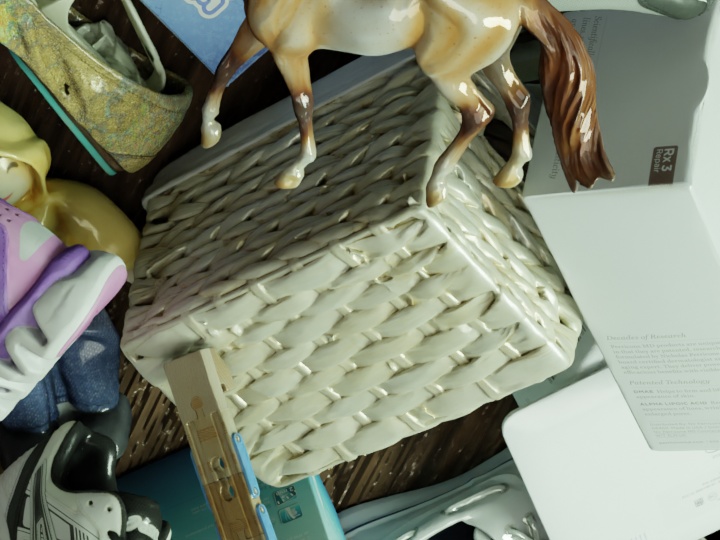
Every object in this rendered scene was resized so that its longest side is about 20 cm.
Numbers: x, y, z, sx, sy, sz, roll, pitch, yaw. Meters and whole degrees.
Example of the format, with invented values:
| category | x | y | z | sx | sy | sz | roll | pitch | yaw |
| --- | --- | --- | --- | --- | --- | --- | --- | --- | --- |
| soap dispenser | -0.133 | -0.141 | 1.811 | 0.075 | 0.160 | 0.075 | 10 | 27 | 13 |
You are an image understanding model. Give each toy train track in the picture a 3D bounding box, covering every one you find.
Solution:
| category | x | y | z | sx | sy | sz | roll | pitch | yaw |
| --- | --- | --- | --- | --- | --- | --- | --- | --- | --- |
| toy train track | -0.039 | 0.131 | 1.012 | 0.114 | 0.032 | 0.201 | -23 | 85 | 31 |

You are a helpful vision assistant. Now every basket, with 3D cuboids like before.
| category | x | y | z | sx | sy | sz | roll | pitch | yaw |
| --- | --- | --- | --- | --- | --- | --- | --- | --- | --- |
| basket | 0.000 | 0.000 | 1.053 | 0.199 | 0.124 | 0.136 | -24 | 126 | 32 |

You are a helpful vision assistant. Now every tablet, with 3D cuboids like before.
| category | x | y | z | sx | sy | sz | roll | pitch | yaw |
| --- | --- | --- | --- | --- | --- | --- | --- | --- | --- |
| tablet | 0.181 | 0.083 | 1.169 | 0.199 | 0.014 | 0.131 | -25 | 123 | 0 |

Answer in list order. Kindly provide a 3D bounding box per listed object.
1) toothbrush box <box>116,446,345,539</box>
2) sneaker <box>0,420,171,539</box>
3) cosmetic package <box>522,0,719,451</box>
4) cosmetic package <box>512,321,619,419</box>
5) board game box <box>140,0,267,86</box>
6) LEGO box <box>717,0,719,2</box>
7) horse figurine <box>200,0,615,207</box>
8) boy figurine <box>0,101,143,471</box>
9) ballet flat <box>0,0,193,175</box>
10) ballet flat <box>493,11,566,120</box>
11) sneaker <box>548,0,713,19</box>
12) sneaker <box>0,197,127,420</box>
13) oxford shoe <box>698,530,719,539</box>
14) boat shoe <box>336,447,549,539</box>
| category | x | y | z | sx | sy | sz | roll | pitch | yaw |
| --- | --- | --- | --- | --- | --- | --- | --- | --- | --- |
| toothbrush box | -0.070 | 0.180 | 1.136 | 0.146 | 0.200 | 0.086 | -24 | 123 | 0 |
| sneaker | -0.121 | 0.146 | 1.037 | 0.088 | 0.200 | 0.076 | -46 | 137 | 10 |
| cosmetic package | 0.148 | -0.016 | 1.028 | 0.081 | 0.113 | 0.200 | -5 | 139 | 26 |
| cosmetic package | 0.187 | 0.061 | 1.208 | 0.199 | 0.074 | 0.102 | 22 | 113 | -26 |
| board game box | -0.053 | -0.216 | 1.001 | 0.200 | 0.043 | 0.199 | -41 | 122 | 10 |
| LEGO box | 0.231 | -0.119 | 1.072 | 0.149 | 0.077 | 0.200 | -50 | 124 | -19 |
| horse figurine | 0.009 | -0.089 | 0.899 | 0.198 | 0.050 | 0.133 | 9 | 127 | 5 |
| boy figurine | -0.157 | 0.002 | 1.091 | 0.123 | 0.065 | 0.201 | -9 | 124 | -2 |
| ballet flat | -0.146 | -0.124 | 1.019 | 0.071 | 0.071 | 0.200 | -37 | 127 | 9 |
| ballet flat | 0.110 | -0.102 | 1.090 | 0.198 | 0.075 | 0.068 | -13 | 124 | -6 |
| sneaker | 0.053 | -0.137 | 0.943 | 0.199 | 0.074 | 0.080 | 12 | 127 | -15 |
| sneaker | -0.194 | 0.038 | 1.039 | 0.088 | 0.081 | 0.200 | 41 | 119 | -5 |
| oxford shoe | 0.151 | 0.167 | 1.265 | 0.199 | 0.073 | 0.085 | -12 | 120 | -21 |
| boat shoe | 0.072 | 0.146 | 1.231 | 0.199 | 0.065 | 0.074 | -24 | 122 | 0 |
